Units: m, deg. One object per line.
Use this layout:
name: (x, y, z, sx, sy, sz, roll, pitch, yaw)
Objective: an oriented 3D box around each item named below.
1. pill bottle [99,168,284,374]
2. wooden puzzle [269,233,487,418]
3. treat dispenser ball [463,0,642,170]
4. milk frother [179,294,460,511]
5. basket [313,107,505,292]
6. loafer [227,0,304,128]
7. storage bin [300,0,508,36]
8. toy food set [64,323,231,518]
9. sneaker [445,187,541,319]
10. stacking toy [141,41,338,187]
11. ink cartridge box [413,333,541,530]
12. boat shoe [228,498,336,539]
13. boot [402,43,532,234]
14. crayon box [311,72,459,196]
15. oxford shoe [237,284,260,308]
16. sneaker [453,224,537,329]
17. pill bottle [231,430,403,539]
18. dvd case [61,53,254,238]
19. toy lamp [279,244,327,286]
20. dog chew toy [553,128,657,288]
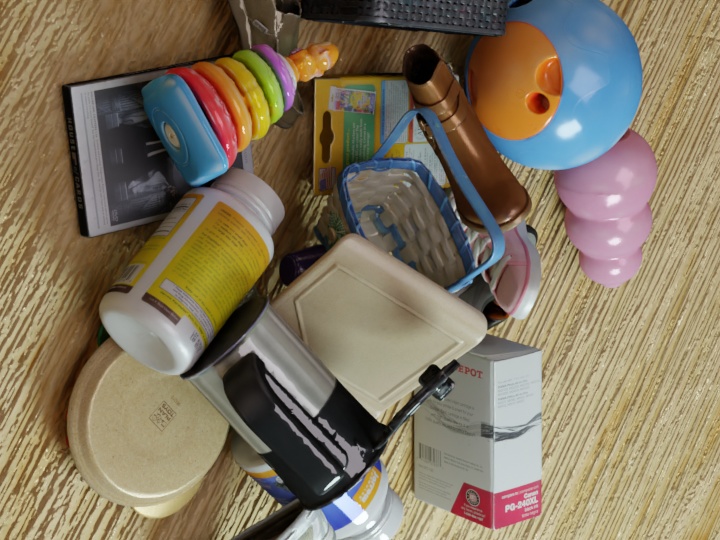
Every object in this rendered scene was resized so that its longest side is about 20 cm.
pill bottle: (-0.158, -0.004, 1.582, 0.200, 0.109, 0.109, -54, 126, -27)
wooden puzzle: (0.000, 0.058, 1.635, 0.184, 0.200, 0.037, 31, 40, -21)
treat dispenser ball: (0.215, -0.213, 1.809, 0.200, 0.200, 0.203, -8, 104, -37)
milk frother: (-0.035, 0.103, 1.567, 0.200, 0.180, 0.188, -45, 105, -11)
basket: (0.052, -0.044, 1.658, 0.139, 0.200, 0.177, -10, 65, -44)
loafer: (-0.089, -0.240, 1.636, 0.067, 0.076, 0.201, -14, 113, 10)
storage bin: (0.049, -0.301, 1.703, 0.199, 0.135, 0.095, -2, 100, -38)
toy food set: (-0.210, 0.143, 1.643, 0.200, 0.049, 0.199, 34, 77, -37)
sneaker: (0.135, -0.027, 1.799, 0.104, 0.201, 0.076, 12, 128, -16)
stacking toy: (-0.103, -0.176, 1.570, 0.199, 0.116, 0.110, -32, 96, -22)
ink cartridge box: (0.134, 0.176, 1.856, 0.083, 0.145, 0.202, -9, 104, -36)
boat shoe: (-0.125, 0.301, 1.690, 0.201, 0.075, 0.065, -25, 120, 2)
boot: (0.107, -0.140, 1.684, 0.076, 0.201, 0.156, -24, 126, 5)
crayon box: (0.015, -0.151, 1.761, 0.199, 0.051, 0.127, -6, 103, -38)
oxford shoe: (-0.128, 0.046, 1.688, 0.200, 0.058, 0.075, 46, 77, -19)
sneaker: (0.156, 0.019, 1.867, 0.200, 0.079, 0.074, -47, 144, -37)
pill bottle: (-0.040, 0.220, 1.751, 0.200, 0.112, 0.112, 47, 70, -33)
dvd case: (-0.198, -0.126, 1.616, 0.199, 0.025, 0.152, -16, 109, -34)
toy lamp: (0.000, 0.000, 1.775, 0.199, 0.058, 0.059, 0, 99, -37)
dog chew toy: (0.300, -0.073, 1.961, 0.124, 0.124, 0.201, -26, 122, -31)
